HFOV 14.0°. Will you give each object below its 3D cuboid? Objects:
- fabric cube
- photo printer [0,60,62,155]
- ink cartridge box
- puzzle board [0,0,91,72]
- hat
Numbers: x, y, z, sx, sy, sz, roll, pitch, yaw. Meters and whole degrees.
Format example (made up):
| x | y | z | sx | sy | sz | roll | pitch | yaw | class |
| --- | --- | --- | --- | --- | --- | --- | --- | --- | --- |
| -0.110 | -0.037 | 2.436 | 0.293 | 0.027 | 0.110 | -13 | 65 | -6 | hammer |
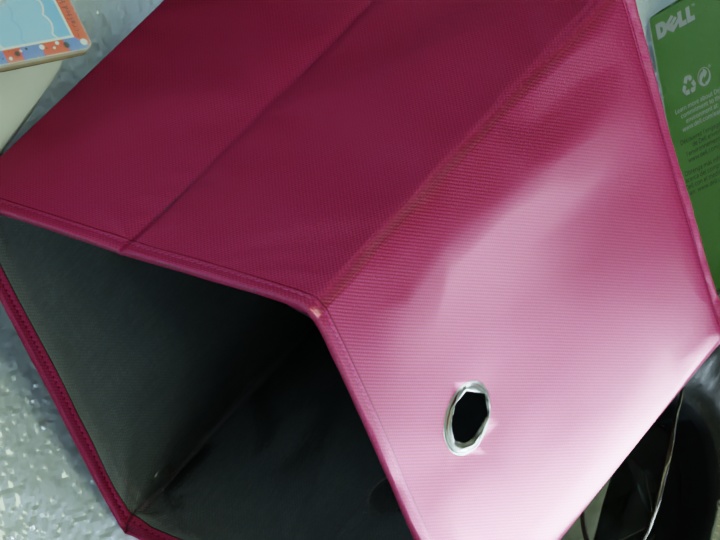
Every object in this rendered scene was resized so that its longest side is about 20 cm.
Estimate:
| x | y | z | sx | sy | sz | roll | pitch | yaw | class |
| --- | --- | --- | --- | --- | --- | --- | --- | --- | --- |
| 0.000 | 0.000 | 1.163 | 0.199 | 0.200 | 0.196 | -46 | 134 | -29 | fabric cube |
| -0.216 | -0.076 | 1.124 | 0.166 | 0.069 | 0.200 | 43 | 63 | -23 | photo printer |
| 0.203 | -0.086 | 1.423 | 0.104 | 0.059 | 0.200 | 1 | 73 | -35 | ink cartridge box |
| -0.202 | -0.155 | 1.087 | 0.151 | 0.017 | 0.200 | -16 | 71 | -38 | puzzle board |
| 0.106 | 0.103 | 1.330 | 0.200 | 0.081 | 0.201 | -2 | 93 | -40 | hat |
